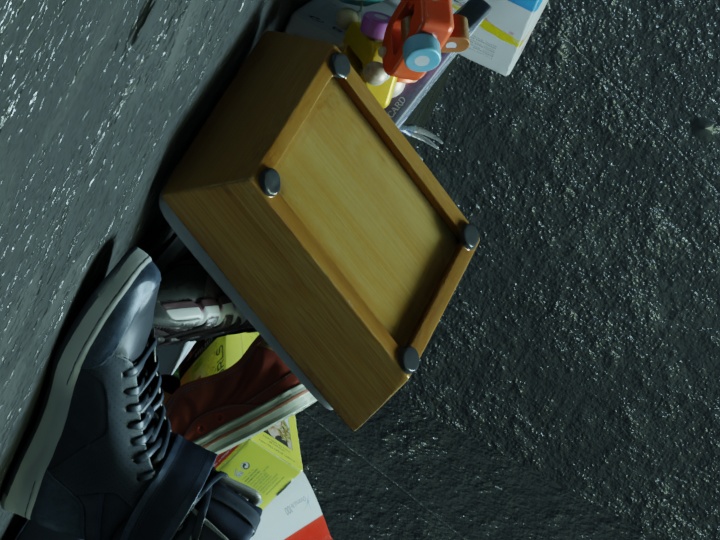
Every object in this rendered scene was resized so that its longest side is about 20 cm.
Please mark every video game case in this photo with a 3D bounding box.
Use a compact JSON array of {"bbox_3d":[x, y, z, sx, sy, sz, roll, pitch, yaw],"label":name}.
[{"bbox_3d":[0.016,-0.097,1.608,0.200,0.019,0.143,-51,-179,15],"label":"video game case"}]

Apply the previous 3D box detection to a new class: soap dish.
[{"bbox_3d":[-0.019,-0.029,1.445,0.081,0.200,0.158,-16,-147,41],"label":"soap dish"}]

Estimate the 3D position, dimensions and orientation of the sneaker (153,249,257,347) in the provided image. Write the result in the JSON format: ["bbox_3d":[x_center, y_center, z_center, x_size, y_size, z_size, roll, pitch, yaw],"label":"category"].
[{"bbox_3d":[-0.099,-0.017,1.479,0.075,0.116,0.199,-15,175,33],"label":"sneaker"}]

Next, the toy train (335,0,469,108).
[{"bbox_3d":[0.030,-0.177,1.488,0.151,0.055,0.201,120,-28,-45],"label":"toy train"}]

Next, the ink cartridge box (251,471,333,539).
[{"bbox_3d":[-0.071,0.174,1.649,0.160,0.199,0.048,-23,139,-64],"label":"ink cartridge box"}]

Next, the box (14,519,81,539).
[{"bbox_3d":[-0.151,0.256,1.589,0.124,0.199,0.198,-58,178,-1],"label":"box"}]

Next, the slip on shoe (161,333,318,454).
[{"bbox_3d":[-0.122,0.099,1.526,0.199,0.062,0.074,-27,177,14],"label":"slip on shoe"}]

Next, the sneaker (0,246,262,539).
[{"bbox_3d":[-0.112,0.091,1.365,0.203,0.145,0.077,-66,174,35],"label":"sneaker"}]

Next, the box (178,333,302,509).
[{"bbox_3d":[-0.087,0.093,1.647,0.075,0.050,0.200,-45,-153,21],"label":"box"}]

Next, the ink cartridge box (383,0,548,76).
[{"bbox_3d":[0.088,-0.259,1.710,0.148,0.144,0.200,-62,177,-14],"label":"ink cartridge box"}]

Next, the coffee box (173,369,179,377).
[{"bbox_3d":[-0.099,0.002,1.837,0.201,0.044,0.123,-63,177,7],"label":"coffee box"}]

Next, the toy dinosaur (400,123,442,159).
[{"bbox_3d":[-0.001,-0.100,1.804,0.104,0.183,0.200,-25,164,12],"label":"toy dinosaur"}]

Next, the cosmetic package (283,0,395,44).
[{"bbox_3d":[-0.020,-0.135,1.673,0.102,0.071,0.200,-63,178,16],"label":"cosmetic package"}]

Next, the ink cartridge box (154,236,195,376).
[{"bbox_3d":[-0.137,0.059,1.626,0.163,0.057,0.201,-58,170,-64],"label":"ink cartridge box"}]
